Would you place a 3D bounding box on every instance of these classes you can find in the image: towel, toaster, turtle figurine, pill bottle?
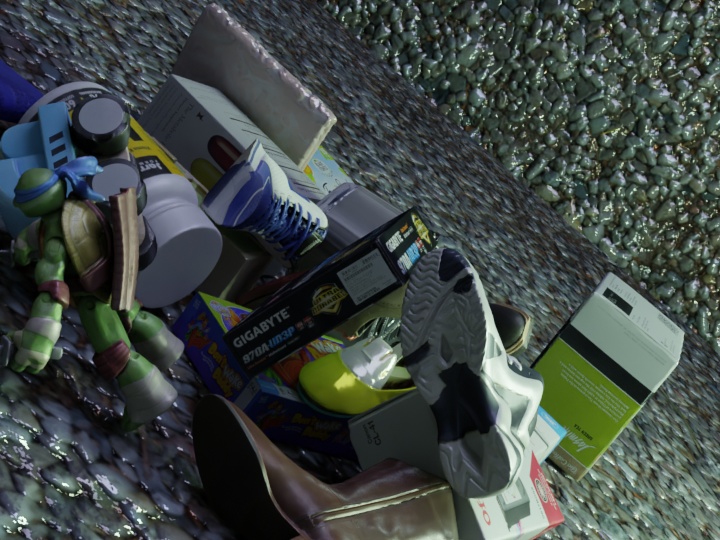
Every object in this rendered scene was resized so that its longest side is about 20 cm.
[{"bbox_3d":[-0.140,-0.174,1.599,0.200,0.191,0.032,43,37,10],"label":"towel"},{"bbox_3d":[-0.377,-0.182,1.276,0.147,0.050,0.200,39,6,7],"label":"towel"},{"bbox_3d":[0.000,0.000,1.449,0.129,0.201,0.114,36,51,15],"label":"toaster"},{"bbox_3d":[-0.229,0.031,1.019,0.195,0.200,0.144,55,-18,-26],"label":"turtle figurine"},{"bbox_3d":[-0.218,-0.067,1.245,0.200,0.115,0.114,46,17,26],"label":"pill bottle"}]

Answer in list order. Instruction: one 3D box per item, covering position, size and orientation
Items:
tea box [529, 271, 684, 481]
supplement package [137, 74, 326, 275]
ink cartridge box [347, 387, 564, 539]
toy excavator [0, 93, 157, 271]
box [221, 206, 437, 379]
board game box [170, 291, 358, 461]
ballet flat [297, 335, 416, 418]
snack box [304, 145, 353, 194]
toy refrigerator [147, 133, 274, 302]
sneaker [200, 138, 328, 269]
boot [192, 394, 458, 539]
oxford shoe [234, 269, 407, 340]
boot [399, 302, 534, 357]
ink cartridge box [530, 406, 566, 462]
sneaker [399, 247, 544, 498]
[{"bbox_3d":[0.291,0.127,1.730,0.133,0.197,0.200,40,16,8],"label":"tea box"},{"bbox_3d":[-0.147,-0.102,1.510,0.200,0.114,0.109,44,15,20],"label":"supplement package"},{"bbox_3d":[0.089,0.183,1.235,0.200,0.085,0.149,9,55,-64],"label":"ink cartridge box"},{"bbox_3d":[-0.279,-0.082,1.124,0.100,0.198,0.196,94,-19,-59],"label":"toy excavator"},{"bbox_3d":[-0.021,0.015,1.209,0.046,0.158,0.200,58,16,-3],"label":"box"},{"bbox_3d":[-0.063,0.101,1.261,0.199,0.045,0.135,22,23,-47],"label":"board game box"},{"bbox_3d":[0.014,0.092,1.254,0.067,0.067,0.199,47,17,26],"label":"ballet flat"},{"bbox_3d":[-0.027,-0.056,1.711,0.200,0.068,0.169,48,15,2],"label":"snack box"},{"bbox_3d":[-0.183,-0.058,1.386,0.200,0.070,0.076,42,16,13],"label":"toy refrigerator"},{"bbox_3d":[-0.082,-0.060,1.332,0.115,0.081,0.199,42,5,-5],"label":"sneaker"},{"bbox_3d":[-0.019,0.162,1.077,0.199,0.064,0.187,-10,64,-51],"label":"boot"},{"bbox_3d":[-0.030,0.034,1.349,0.070,0.198,0.076,-22,102,-66],"label":"oxford shoe"},{"bbox_3d":[0.080,0.046,1.551,0.199,0.078,0.138,-2,-29,41],"label":"boot"},{"bbox_3d":[0.141,0.174,1.491,0.116,0.068,0.200,42,16,13],"label":"ink cartridge box"},{"bbox_3d":[0.097,0.078,1.149,0.129,0.079,0.201,-12,82,-70],"label":"sneaker"}]
